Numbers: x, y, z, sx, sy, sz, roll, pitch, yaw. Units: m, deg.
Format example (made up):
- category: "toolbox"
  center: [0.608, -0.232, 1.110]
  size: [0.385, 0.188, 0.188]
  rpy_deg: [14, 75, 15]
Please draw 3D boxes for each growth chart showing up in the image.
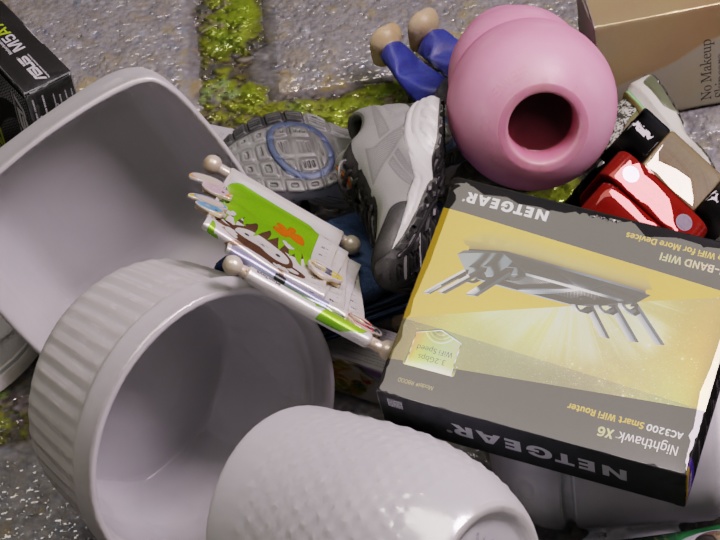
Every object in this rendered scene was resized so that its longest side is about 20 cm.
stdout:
- category: "growth chart"
  center: [-0.049, -0.013, 1.372]
  size: [0.144, 0.018, 0.200]
  rpy_deg: [28, 17, -17]

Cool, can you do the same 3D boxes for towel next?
- category: "towel"
  center: [0.000, 0.000, 1.494]
  size: [0.199, 0.049, 0.111]
  rpy_deg: [-19, 35, -37]

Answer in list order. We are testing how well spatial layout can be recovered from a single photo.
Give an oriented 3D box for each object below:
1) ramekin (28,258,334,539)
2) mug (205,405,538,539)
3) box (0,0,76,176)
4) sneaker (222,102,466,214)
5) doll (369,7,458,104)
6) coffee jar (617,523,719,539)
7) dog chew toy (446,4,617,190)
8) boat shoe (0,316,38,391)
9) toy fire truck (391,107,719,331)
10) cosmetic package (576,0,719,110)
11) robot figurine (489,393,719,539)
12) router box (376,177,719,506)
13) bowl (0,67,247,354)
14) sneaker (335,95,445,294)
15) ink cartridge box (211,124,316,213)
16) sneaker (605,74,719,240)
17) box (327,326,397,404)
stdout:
- category: "ramekin"
  center: [-0.124, 0.088, 1.364]
  size: [0.200, 0.201, 0.105]
  rpy_deg: [-37, 40, -26]
- category: "mug"
  center: [0.012, 0.193, 1.250]
  size: [0.147, 0.202, 0.174]
  rpy_deg: [9, -1, -44]
- category: "box"
  center: [-0.260, -0.110, 1.587]
  size: [0.047, 0.201, 0.193]
  rpy_deg: [-27, 47, -18]
- category: "sneaker"
  center: [-0.015, -0.072, 1.572]
  size: [0.198, 0.087, 0.075]
  rpy_deg: [-2, 59, -10]
- category: "doll"
  center: [0.088, -0.130, 1.652]
  size: [0.136, 0.049, 0.200]
  rpy_deg: [-25, 51, -28]
- category: "coffee jar"
  center: [0.201, 0.206, 1.255]
  size: [0.198, 0.086, 0.105]
  rpy_deg: [-11, 40, 1]
- category: "dog chew toy"
  center: [0.120, -0.140, 1.542]
  size: [0.123, 0.126, 0.200]
  rpy_deg: [-10, 24, 0]
- category: "boat shoe"
  center: [-0.322, 0.065, 1.511]
  size: [0.199, 0.069, 0.072]
  rpy_deg: [-25, 45, -15]
- category: "toy fire truck"
  center: [0.137, -0.002, 1.412]
  size: [0.129, 0.176, 0.200]
  rpy_deg: [42, 68, 3]
- category: "cosmetic package"
  center: [0.274, -0.191, 1.641]
  size: [0.198, 0.106, 0.071]
  rpy_deg: [-12, 43, 0]
- category: "robot figurine"
  center: [0.168, 0.108, 1.342]
  size: [0.198, 0.113, 0.172]
  rpy_deg: [-3, 78, 6]
- category: "router box"
  center: [0.128, 0.041, 1.288]
  size: [0.198, 0.052, 0.158]
  rpy_deg: [14, 65, 15]
- category: "bowl"
  center: [-0.182, -0.040, 1.487]
  size: [0.199, 0.200, 0.075]
  rpy_deg: [-36, 38, 0]
- category: "sneaker"
  center: [0.019, -0.051, 1.459]
  size: [0.078, 0.075, 0.201]
  rpy_deg: [1, 36, 4]
- category: "ink cartridge box"
  center: [-0.127, -0.074, 1.644]
  size: [0.198, 0.037, 0.095]
  rpy_deg: [14, 49, 20]
- category: "sneaker"
  center: [0.217, -0.061, 1.553]
  size: [0.088, 0.077, 0.201]
  rpy_deg: [-25, 39, 3]
- category: "box"
  center: [0.026, 0.072, 1.461]
  size: [0.198, 0.039, 0.042]
  rpy_deg: [16, 49, 25]
